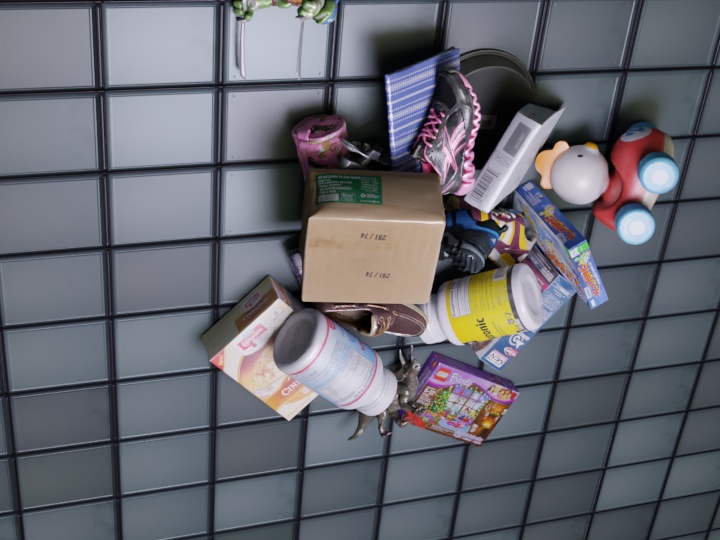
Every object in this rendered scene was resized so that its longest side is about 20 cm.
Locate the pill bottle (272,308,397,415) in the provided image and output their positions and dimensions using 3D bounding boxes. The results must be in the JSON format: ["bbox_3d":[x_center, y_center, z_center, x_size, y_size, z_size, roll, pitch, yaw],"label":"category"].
[{"bbox_3d":[-0.035,0.152,1.707,0.109,0.109,0.200,-45,126,11],"label":"pill bottle"}]

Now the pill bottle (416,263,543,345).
[{"bbox_3d":[0.194,0.062,1.790,0.199,0.112,0.111,-14,132,27],"label":"pill bottle"}]

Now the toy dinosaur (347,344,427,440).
[{"bbox_3d":[0.052,0.228,1.904,0.200,0.103,0.077,-40,162,22],"label":"toy dinosaur"}]

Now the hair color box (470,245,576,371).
[{"bbox_3d":[0.270,0.066,1.863,0.060,0.100,0.200,32,106,-35],"label":"hair color box"}]

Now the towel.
[{"bbox_3d":[0.094,-0.217,1.586,0.144,0.024,0.201,-28,129,-31],"label":"towel"}]

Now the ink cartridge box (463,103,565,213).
[{"bbox_3d":[0.242,-0.184,1.670,0.057,0.200,0.163,32,115,5],"label":"ink cartridge box"}]

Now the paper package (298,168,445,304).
[{"bbox_3d":[0.014,-0.048,1.562,0.198,0.104,0.191,1,137,-6],"label":"paper package"}]

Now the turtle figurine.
[{"bbox_3d":[-0.121,-0.362,1.412,0.200,0.144,0.194,-41,123,3],"label":"turtle figurine"}]

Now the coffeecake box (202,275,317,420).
[{"bbox_3d":[-0.134,0.130,1.767,0.153,0.073,0.200,-41,126,8],"label":"coffeecake box"}]

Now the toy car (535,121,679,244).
[{"bbox_3d":[0.385,-0.164,1.737,0.199,0.185,0.178,17,116,-4],"label":"toy car"}]

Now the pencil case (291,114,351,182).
[{"bbox_3d":[-0.049,-0.137,1.622,0.082,0.087,0.201,-4,125,7],"label":"pencil case"}]

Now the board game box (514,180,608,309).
[{"bbox_3d":[0.326,-0.044,1.751,0.034,0.200,0.136,-30,126,0],"label":"board game box"}]

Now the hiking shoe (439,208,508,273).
[{"bbox_3d":[0.138,-0.061,1.685,0.087,0.199,0.075,-46,135,-17],"label":"hiking shoe"}]

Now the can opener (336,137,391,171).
[{"bbox_3d":[0.028,-0.150,1.614,0.200,0.053,0.067,19,104,-56],"label":"can opener"}]

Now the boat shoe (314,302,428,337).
[{"bbox_3d":[0.017,0.079,1.739,0.199,0.072,0.072,20,132,-19],"label":"boat shoe"}]

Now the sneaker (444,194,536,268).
[{"bbox_3d":[0.216,-0.081,1.773,0.090,0.075,0.200,-46,132,1],"label":"sneaker"}]

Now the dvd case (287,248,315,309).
[{"bbox_3d":[0.000,0.000,1.721,0.198,0.016,0.149,-12,136,10],"label":"dvd case"}]

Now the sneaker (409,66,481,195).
[{"bbox_3d":[0.116,-0.193,1.559,0.095,0.079,0.201,-16,122,-23],"label":"sneaker"}]

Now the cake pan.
[{"bbox_3d":[0.188,-0.241,1.673,0.199,0.037,0.201,-10,125,-15],"label":"cake pan"}]

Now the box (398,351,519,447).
[{"bbox_3d":[0.177,0.240,1.978,0.199,0.039,0.137,22,111,-31],"label":"box"}]
